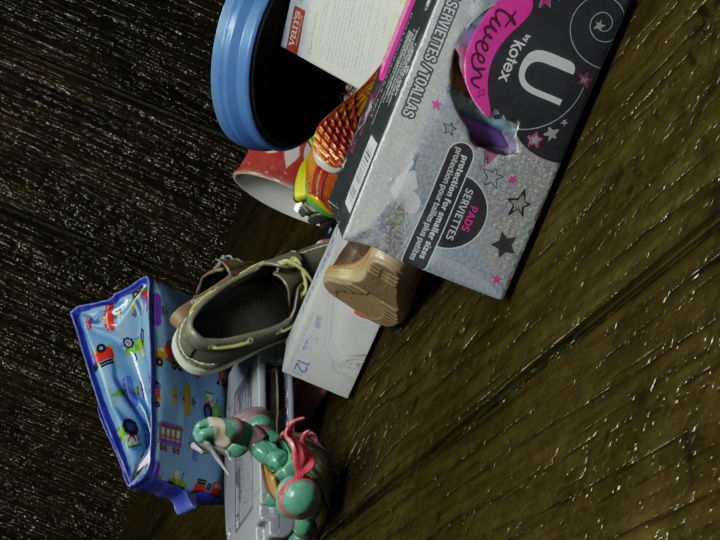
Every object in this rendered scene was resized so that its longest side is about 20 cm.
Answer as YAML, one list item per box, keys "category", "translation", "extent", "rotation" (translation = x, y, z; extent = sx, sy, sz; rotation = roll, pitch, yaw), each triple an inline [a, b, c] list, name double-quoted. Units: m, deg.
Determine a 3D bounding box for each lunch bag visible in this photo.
- category: "lunch bag"
  translation: [-0.174, 0.128, 1.657]
  extent: [0.093, 0.150, 0.202]
  rotation: [-23, 66, 20]

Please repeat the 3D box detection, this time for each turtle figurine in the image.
- category: "turtle figurine"
  translation: [-0.066, 0.170, 1.405]
  extent: [0.200, 0.100, 0.151]
  rotation: [-123, 15, -82]

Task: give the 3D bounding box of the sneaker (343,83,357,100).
- category: "sneaker"
  translation: [0.031, -0.212, 1.641]
  extent: [0.082, 0.077, 0.202]
  rotation: [2, -85, -56]

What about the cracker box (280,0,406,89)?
- category: "cracker box"
  translation: [0.020, -0.226, 1.538]
  extent: [0.200, 0.057, 0.135]
  rotation: [34, 117, 44]

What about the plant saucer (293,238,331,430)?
- category: "plant saucer"
  translation: [-0.044, 0.050, 1.708]
  extent: [0.200, 0.050, 0.202]
  rotation: [-158, 90, -81]

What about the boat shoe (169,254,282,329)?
- category: "boat shoe"
  translation: [-0.114, 0.020, 1.668]
  extent: [0.072, 0.072, 0.200]
  rotation: [-55, -4, 25]

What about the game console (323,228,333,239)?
- category: "game console"
  translation: [0.014, -0.114, 1.810]
  extent: [0.177, 0.031, 0.201]
  rotation: [122, 166, -54]

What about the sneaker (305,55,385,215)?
- category: "sneaker"
  translation: [0.023, -0.117, 1.413]
  extent: [0.200, 0.073, 0.077]
  rotation: [-36, -22, -34]

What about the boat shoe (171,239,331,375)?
- category: "boat shoe"
  translation: [-0.072, 0.025, 1.569]
  extent: [0.201, 0.072, 0.060]
  rotation: [-29, -13, -24]

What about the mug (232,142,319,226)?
- category: "mug"
  translation: [-0.047, -0.164, 2.005]
  extent: [0.202, 0.132, 0.177]
  rotation: [-67, 9, -11]

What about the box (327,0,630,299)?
- category: "box"
  translation: [0.071, -0.102, 1.122]
  extent: [0.132, 0.114, 0.202]
  rotation: [-114, 45, -77]

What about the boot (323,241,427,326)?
- category: "boot"
  translation: [0.047, -0.049, 1.386]
  extent: [0.167, 0.072, 0.200]
  rotation: [-59, 3, -17]

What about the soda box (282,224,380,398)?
- category: "soda box"
  translation: [0.000, 0.000, 1.495]
  extent: [0.068, 0.063, 0.201]
  rotation: [-89, 22, -72]

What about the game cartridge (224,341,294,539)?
- category: "game cartridge"
  translation: [-0.092, 0.166, 1.609]
  extent: [0.133, 0.040, 0.202]
  rotation: [130, 143, -55]

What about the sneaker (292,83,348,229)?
- category: "sneaker"
  translation: [-0.010, -0.137, 1.766]
  extent: [0.085, 0.078, 0.201]
  rotation: [-43, 34, 43]

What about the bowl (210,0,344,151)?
- category: "bowl"
  translation: [-0.066, -0.207, 1.664]
  extent: [0.200, 0.039, 0.202]
  rotation: [-41, -40, -46]
